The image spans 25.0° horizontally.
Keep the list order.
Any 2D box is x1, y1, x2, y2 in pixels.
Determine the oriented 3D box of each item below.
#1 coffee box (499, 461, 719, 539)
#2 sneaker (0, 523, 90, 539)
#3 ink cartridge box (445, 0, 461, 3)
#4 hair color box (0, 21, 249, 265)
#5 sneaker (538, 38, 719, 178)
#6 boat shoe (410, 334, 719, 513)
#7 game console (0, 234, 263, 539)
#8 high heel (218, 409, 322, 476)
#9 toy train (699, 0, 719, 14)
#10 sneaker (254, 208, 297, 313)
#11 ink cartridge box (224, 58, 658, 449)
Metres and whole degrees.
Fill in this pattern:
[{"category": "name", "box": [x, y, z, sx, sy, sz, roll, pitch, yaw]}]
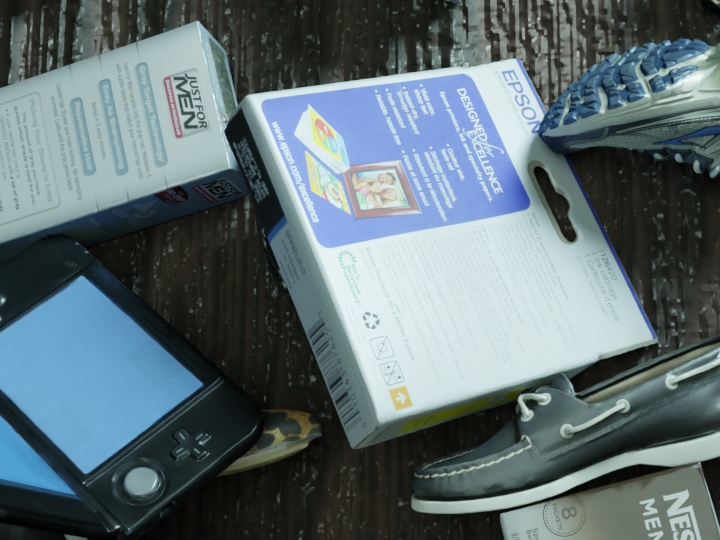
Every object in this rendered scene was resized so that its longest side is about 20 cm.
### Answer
[{"category": "coffee box", "box": [0.154, 0.215, 0.854, 0.113, 0.080, 0.202, -15, 74, 11]}, {"category": "sneaker", "box": [-0.201, 0.147, 0.918, 0.082, 0.072, 0.200, -30, 57, -17]}, {"category": "ink cartridge box", "box": [0.069, -0.288, 0.987, 0.144, 0.084, 0.200, 43, 91, 18]}, {"category": "hair color box", "box": [-0.173, -0.071, 1.011, 0.199, 0.061, 0.100, -17, 74, 10]}, {"category": "sneaker", "box": [0.195, -0.083, 0.909, 0.199, 0.077, 0.086, -10, 117, 32]}, {"category": "boat shoe", "box": [0.119, 0.084, 0.884, 0.198, 0.074, 0.061, -14, 96, 4]}, {"category": "game console", "box": [-0.178, 0.048, 0.873, 0.176, 0.117, 0.200, -37, 59, -25]}, {"category": "high heel", "box": [-0.119, 0.054, 0.960, 0.198, 0.071, 0.144, -9, 82, 21]}, {"category": "toy train", "box": [0.244, -0.138, 0.929, 0.200, 0.046, 0.034, 43, 90, 19]}, {"category": "sneaker", "box": [0.000, 0.000, 0.957, 0.085, 0.077, 0.201, -28, 76, -14]}, {"category": "ink cartridge box", "box": [0.046, -0.018, 0.918, 0.199, 0.047, 0.199, -11, 69, -35]}]
